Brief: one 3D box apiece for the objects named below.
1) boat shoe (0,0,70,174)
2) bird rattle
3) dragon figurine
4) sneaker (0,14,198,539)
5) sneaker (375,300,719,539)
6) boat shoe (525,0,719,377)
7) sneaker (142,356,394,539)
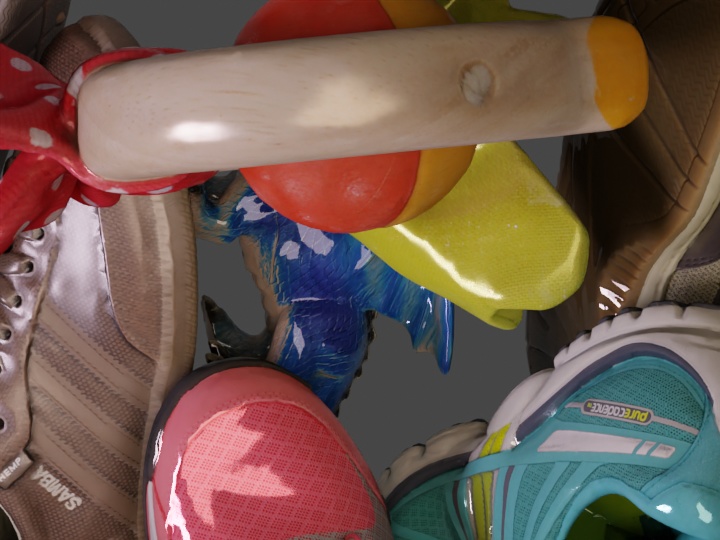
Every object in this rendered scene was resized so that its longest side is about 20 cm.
[{"bbox_3d":[-0.149,-0.021,0.787,0.073,0.074,0.201,25,101,9],"label":"boat shoe"},{"bbox_3d":[-0.020,-0.047,0.676,0.199,0.163,0.113,3,85,-30],"label":"bird rattle"},{"bbox_3d":[0.000,0.000,0.802,0.099,0.059,0.201,-9,104,-2],"label":"dragon figurine"},{"bbox_3d":[-0.093,0.027,0.781,0.075,0.070,0.201,-9,113,-24],"label":"sneaker"},{"bbox_3d":[0.052,0.083,0.781,0.077,0.080,0.200,21,141,-16],"label":"sneaker"},{"bbox_3d":[0.096,-0.025,0.772,0.064,0.073,0.200,-9,145,-20],"label":"boat shoe"},{"bbox_3d":[-0.006,0.122,0.759,0.073,0.087,0.201,-16,99,-14],"label":"sneaker"}]
